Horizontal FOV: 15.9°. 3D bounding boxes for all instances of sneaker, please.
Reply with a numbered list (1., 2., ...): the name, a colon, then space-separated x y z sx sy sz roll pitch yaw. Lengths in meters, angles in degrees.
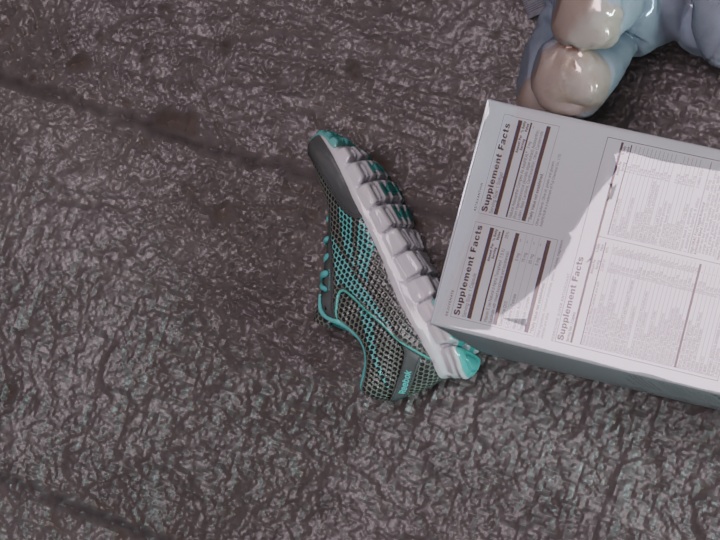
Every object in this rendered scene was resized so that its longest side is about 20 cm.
1. sneaker: 0.000 0.000 1.755 0.091 0.078 0.201 -31 73 14

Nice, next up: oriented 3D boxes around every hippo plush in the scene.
1. hippo plush: 0.195 -0.160 1.693 0.160 0.200 0.160 13 93 -6

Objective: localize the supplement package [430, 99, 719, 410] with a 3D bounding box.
1. supplement package: 0.172 -0.005 1.661 0.199 0.152 0.151 13 85 18
